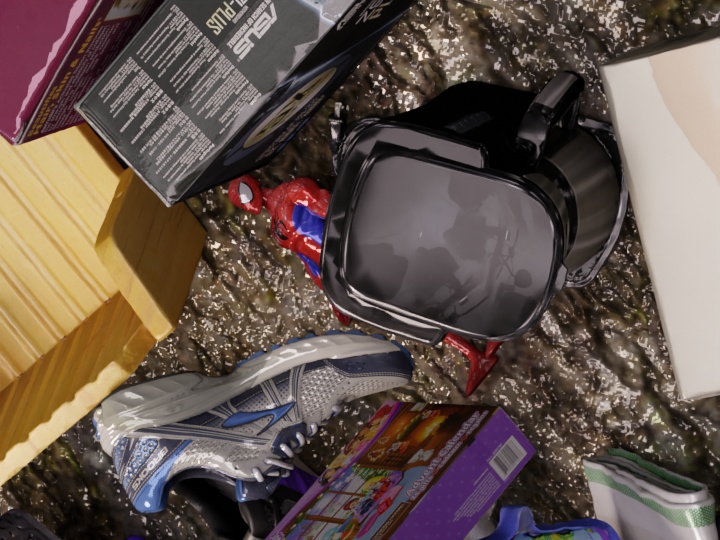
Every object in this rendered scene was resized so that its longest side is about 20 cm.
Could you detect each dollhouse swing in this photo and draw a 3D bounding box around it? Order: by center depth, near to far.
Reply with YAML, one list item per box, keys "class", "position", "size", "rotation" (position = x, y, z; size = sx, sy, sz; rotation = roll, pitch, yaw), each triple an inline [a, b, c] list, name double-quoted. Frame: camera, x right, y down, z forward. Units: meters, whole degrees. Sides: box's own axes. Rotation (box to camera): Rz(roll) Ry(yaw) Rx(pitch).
- class: "dollhouse swing"
  position: [-0.231, -0.001, 1.541]
  size: [0.200, 0.182, 0.176]
  rotation: [-38, 108, 22]

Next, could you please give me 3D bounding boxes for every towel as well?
- class: "towel"
  position: [0.180, 0.216, 1.455]
  size: [0.030, 0.149, 0.202]
  rotation: [-9, 99, -16]

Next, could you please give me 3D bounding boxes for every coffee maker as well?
- class: "coffee maker"
  position: [0.046, -0.034, 1.413]
  size: [0.190, 0.200, 0.136]
  rotation: [-6, 98, 20]

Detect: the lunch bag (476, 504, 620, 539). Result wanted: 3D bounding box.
- class: "lunch bag"
  position: [0.104, 0.237, 1.415]
  size: [0.094, 0.150, 0.202]
  rotation: [-11, 86, 53]

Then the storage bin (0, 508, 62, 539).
- class: "storage bin"
  position: [-0.218, 0.272, 1.572]
  size: [0.135, 0.094, 0.201]
  rotation: [34, 138, 24]

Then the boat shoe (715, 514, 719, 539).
- class: "boat shoe"
  position: [0.242, 0.233, 1.423]
  size: [0.201, 0.084, 0.069]
  rotation: [55, 148, 28]

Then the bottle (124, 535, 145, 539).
- class: "bottle"
  position: [-0.118, 0.274, 1.605]
  size: [0.083, 0.065, 0.200]
  rotation: [-39, 87, 26]

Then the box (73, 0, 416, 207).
- class: "box"
  position: [-0.050, -0.147, 1.443]
  size: [0.086, 0.164, 0.200]
  rotation: [46, 111, 6]

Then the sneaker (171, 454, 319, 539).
- class: "sneaker"
  position: [-0.042, 0.164, 1.536]
  size: [0.199, 0.099, 0.070]
  rotation: [31, 110, 9]

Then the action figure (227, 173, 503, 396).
- class: "action figure"
  position: [0.000, 0.000, 1.512]
  size: [0.199, 0.052, 0.066]
  rotation: [36, 144, 11]

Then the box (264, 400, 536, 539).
- class: "box"
  position: [-0.004, 0.159, 1.393]
  size: [0.039, 0.200, 0.137]
  rotation: [49, 158, -18]

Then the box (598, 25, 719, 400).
- class: "box"
  position: [0.206, -0.036, 1.416]
  size: [0.077, 0.095, 0.202]
  rotation: [-13, 98, 20]

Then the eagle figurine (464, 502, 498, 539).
- class: "eagle figurine"
  position: [0.027, 0.238, 1.489]
  size: [0.150, 0.152, 0.200]
  rotation: [33, 67, 17]

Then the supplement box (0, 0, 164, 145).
- class: "supplement box"
  position: [-0.172, -0.168, 1.461]
  size: [0.103, 0.200, 0.131]
  rotation: [37, 109, 8]

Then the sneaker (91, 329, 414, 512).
- class: "sneaker"
  position: [-0.058, 0.098, 1.487]
  size: [0.198, 0.077, 0.086]
  rotation: [-16, 74, -3]
